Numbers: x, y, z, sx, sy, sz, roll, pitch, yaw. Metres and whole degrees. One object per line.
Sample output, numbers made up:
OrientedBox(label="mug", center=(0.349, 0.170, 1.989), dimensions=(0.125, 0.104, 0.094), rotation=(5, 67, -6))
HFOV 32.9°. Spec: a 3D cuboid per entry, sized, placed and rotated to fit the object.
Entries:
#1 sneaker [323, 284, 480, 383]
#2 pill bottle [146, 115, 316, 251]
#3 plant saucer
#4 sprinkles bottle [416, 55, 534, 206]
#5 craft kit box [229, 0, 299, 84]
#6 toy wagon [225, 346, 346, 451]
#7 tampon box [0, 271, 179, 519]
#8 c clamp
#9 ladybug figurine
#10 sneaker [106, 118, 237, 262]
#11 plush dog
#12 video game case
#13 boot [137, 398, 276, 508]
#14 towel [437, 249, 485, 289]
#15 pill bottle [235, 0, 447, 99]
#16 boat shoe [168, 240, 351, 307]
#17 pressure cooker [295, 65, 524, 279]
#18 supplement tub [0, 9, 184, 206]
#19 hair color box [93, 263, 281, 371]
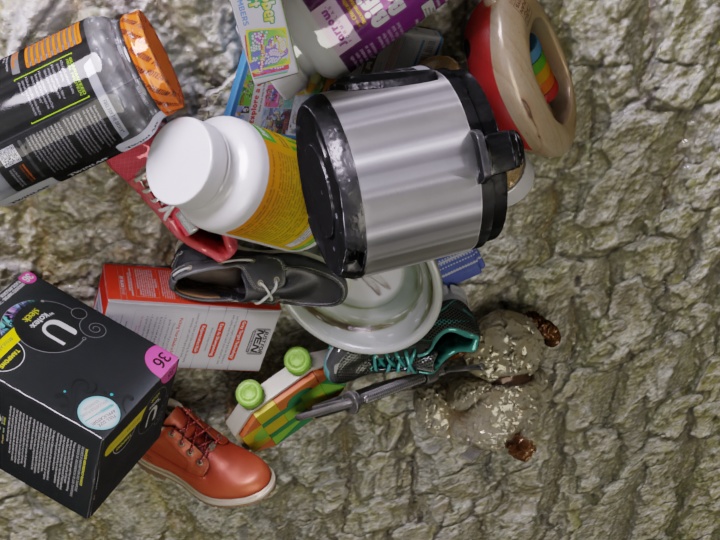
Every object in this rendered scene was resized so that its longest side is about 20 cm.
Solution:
OrientedBox(label="sneaker", center=(0.053, 0.088, 1.427), dimensions=(0.198, 0.092, 0.078), rotation=(-25, 135, -10))
OrientedBox(label="pill bottle", center=(-0.114, -0.087, 1.195), dimensions=(0.111, 0.112, 0.199), rotation=(-43, 153, 20))
OrientedBox(label="plant saucer", center=(0.000, 0.000, 1.357), dimensions=(0.197, 0.050, 0.202), rotation=(10, 127, 13))
OrientedBox(label="sprinkles bottle", center=(0.117, -0.143, 1.288), dimensions=(0.068, 0.069, 0.200), rotation=(-33, 140, 12))
OrientedBox(label="craft kit box", center=(-0.106, -0.290, 0.993), dimensions=(0.048, 0.199, 0.202), rotation=(-18, 134, -5))
OrientedBox(label="toy wagon", center=(-0.070, 0.143, 1.479), dimensions=(0.199, 0.040, 0.156), rotation=(-34, 155, -7))
OrientedBox(label="tampon box", center=(-0.317, 0.127, 1.272), dimensions=(0.198, 0.150, 0.127), rotation=(27, 128, 9))
OrientedBox(label="c clamp", center=(0.024, 0.142, 1.461), dimensions=(0.198, 0.027, 0.170), rotation=(-16, 179, -35))
OrientedBox(label="ladybug figurine", center=(0.159, -0.200, 1.235), dimensions=(0.071, 0.137, 0.201), rotation=(-7, 132, 30))
OrientedBox(label="sneaker", center=(-0.184, -0.081, 1.234), dimensions=(0.073, 0.087, 0.200), rotation=(-36, 133, 13))
OrientedBox(label="plush dog", center=(0.176, 0.134, 1.544), dimensions=(0.197, 0.160, 0.174), rotation=(-7, 107, -16))
OrientedBox(label="video game case", center=(-0.029, -0.194, 1.238), dimensions=(0.197, 0.018, 0.144), rotation=(4, 130, -24))
OrientedBox(label="boot", center=(-0.193, 0.213, 1.450), dimensions=(0.197, 0.075, 0.108), rotation=(16, 137, 19))
OrientedBox(label="towel", center=(0.052, -0.037, 1.414), dimensions=(0.143, 0.024, 0.201), rotation=(-25, 133, 7))
OrientedBox(label="pill bottle", center=(-0.012, -0.248, 1.115), dimensions=(0.199, 0.113, 0.112), rotation=(-36, 134, 5))
OrientedBox(label="boat shoe", center=(-0.109, 0.015, 1.324), dimensions=(0.197, 0.068, 0.073), rotation=(10, 127, -3))
OrientedBox(label="pressure cooker", center=(0.051, -0.094, 1.131), dimensions=(0.197, 0.177, 0.180), rotation=(-13, 138, -12))
OrientedBox(label="supplement tub", center=(-0.269, -0.152, 1.113), dimensions=(0.198, 0.123, 0.123), rotation=(-24, 135, 3))
OrientedBox(label="hair color box", center=(-0.199, 0.055, 1.372), dimensions=(0.197, 0.062, 0.102), rotation=(5, 130, -24))
